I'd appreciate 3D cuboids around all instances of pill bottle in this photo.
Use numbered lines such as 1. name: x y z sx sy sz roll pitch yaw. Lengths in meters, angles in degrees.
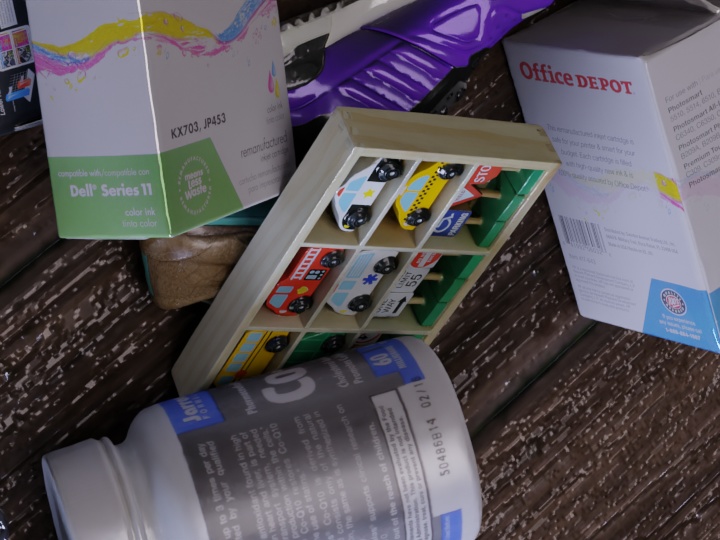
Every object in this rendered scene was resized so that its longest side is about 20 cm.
1. pill bottle: -0.050 0.110 1.099 0.198 0.114 0.115 -15 108 -14

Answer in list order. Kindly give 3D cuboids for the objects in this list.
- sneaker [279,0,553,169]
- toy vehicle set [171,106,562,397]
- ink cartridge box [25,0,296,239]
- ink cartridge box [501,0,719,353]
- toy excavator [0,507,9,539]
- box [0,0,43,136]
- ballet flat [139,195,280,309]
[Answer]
1. sneaker: 0.020 -0.097 1.140 0.199 0.069 0.100 -22 97 -19
2. toy vehicle set: 0.000 0.000 1.106 0.123 0.027 0.200 1 139 -34
3. ink cartridge box: -0.094 -0.125 1.021 0.117 0.067 0.202 -26 113 -57
4. ink cartridge box: 0.178 -0.079 1.220 0.125 0.128 0.201 -29 114 -26
5. toy excavator: -0.224 0.172 1.042 0.193 0.100 0.201 12 107 -35
6. box: -0.205 -0.153 1.006 0.158 0.046 0.202 -21 110 -29
7. ballet flat: -0.025 -0.009 1.147 0.199 0.068 0.073 -6 123 -32
